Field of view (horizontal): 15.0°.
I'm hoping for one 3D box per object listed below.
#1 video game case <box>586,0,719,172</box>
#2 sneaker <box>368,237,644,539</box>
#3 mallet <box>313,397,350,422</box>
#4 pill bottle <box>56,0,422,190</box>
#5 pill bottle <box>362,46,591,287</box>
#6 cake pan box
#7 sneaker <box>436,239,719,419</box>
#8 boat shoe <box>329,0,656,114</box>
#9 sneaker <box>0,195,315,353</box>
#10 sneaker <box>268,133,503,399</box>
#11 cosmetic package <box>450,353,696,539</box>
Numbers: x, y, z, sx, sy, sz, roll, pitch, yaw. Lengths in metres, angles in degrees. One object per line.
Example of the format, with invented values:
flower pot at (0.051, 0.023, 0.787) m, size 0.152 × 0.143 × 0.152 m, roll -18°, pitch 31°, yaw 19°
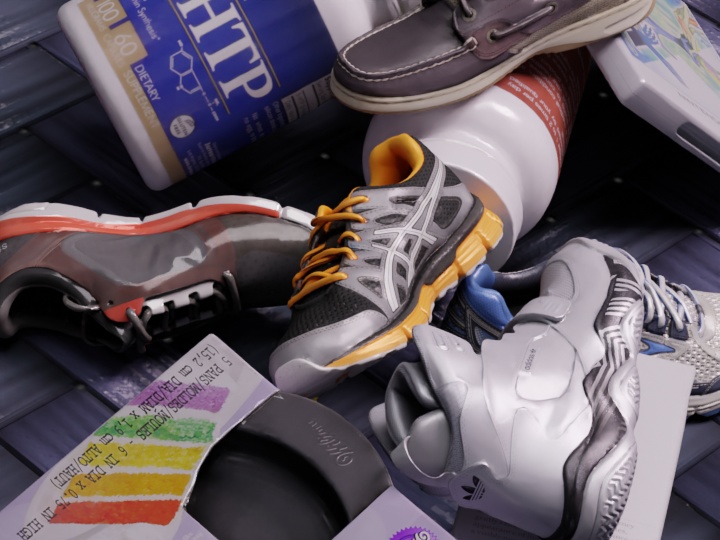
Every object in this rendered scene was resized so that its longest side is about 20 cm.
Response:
video game case at (0.175, -0.132, 1.622) m, size 0.182 × 0.022 × 0.200 m, roll 30°, pitch 25°, yaw -43°
sneaker at (0.071, 0.044, 1.305) m, size 0.115 × 0.075 × 0.200 m, roll 18°, pitch 40°, yaw -10°
mallet at (-0.032, 0.046, 1.447) m, size 0.066 × 0.041 × 0.200 m, roll 7°, pitch 34°, yaw 1°
pill bottle at (-0.059, -0.142, 1.546) m, size 0.200 × 0.120 × 0.120 m, roll -29°, pitch 47°, yaw -4°
pill bottle at (0.064, -0.082, 1.558) m, size 0.112 × 0.112 × 0.200 m, roll 13°, pitch 38°, yaw 5°
cake pan box at (-0.072, 0.145, 1.246) m, size 0.200 × 0.052 × 0.184 m, roll -39°, pitch 58°, yaw -17°
sneaker at (0.138, 0.028, 1.459) m, size 0.200 × 0.085 × 0.077 m, roll -3°, pitch 40°, yaw -16°
boat shoe at (0.072, -0.145, 1.492) m, size 0.200 × 0.065 × 0.072 m, roll -20°, pitch 42°, yaw -17°
sneaker at (-0.105, 0.014, 1.446) m, size 0.200 × 0.077 × 0.082 m, roll -2°, pitch 49°, yaw 5°
sneaker at (0.000, 0.000, 1.391) m, size 0.077 × 0.078 × 0.200 m, roll 55°, pitch 35°, yaw -11°
cosmetic package at (0.100, 0.121, 1.347) m, size 0.102 × 0.074 × 0.200 m, roll 15°, pitch 37°, yaw 7°
